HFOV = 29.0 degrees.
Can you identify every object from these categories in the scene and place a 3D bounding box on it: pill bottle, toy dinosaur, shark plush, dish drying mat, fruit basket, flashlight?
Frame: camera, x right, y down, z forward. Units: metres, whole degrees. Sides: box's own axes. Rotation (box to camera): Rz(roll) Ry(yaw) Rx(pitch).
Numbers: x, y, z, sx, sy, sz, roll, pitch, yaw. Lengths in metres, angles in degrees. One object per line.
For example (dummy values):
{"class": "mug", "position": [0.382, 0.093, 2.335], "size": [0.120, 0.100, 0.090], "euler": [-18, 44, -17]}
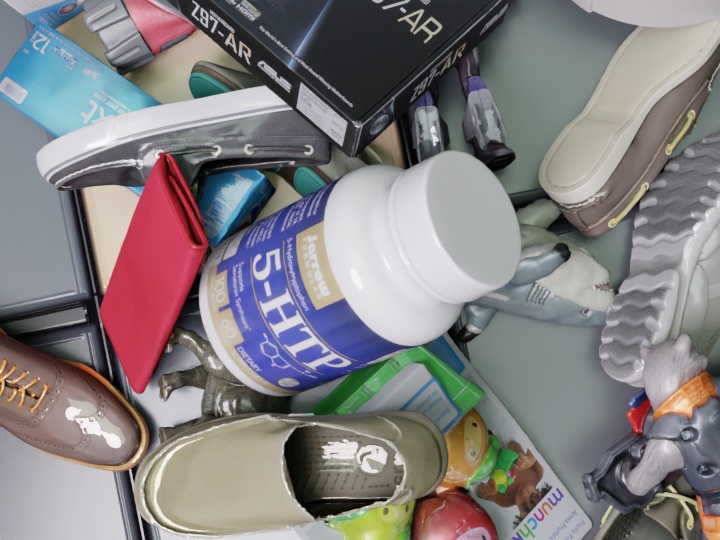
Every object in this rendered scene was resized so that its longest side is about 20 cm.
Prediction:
{"class": "pill bottle", "position": [0.000, 0.000, 0.903], "size": [0.200, 0.120, 0.120], "euler": [-25, 84, 40]}
{"class": "toy dinosaur", "position": [-0.089, 0.086, 0.995], "size": [0.102, 0.077, 0.201], "euler": [-2, 76, -23]}
{"class": "shark plush", "position": [0.078, 0.019, 0.984], "size": [0.199, 0.091, 0.084], "euler": [-15, 116, -1]}
{"class": "dish drying mat", "position": [-0.141, 0.007, 0.941], "size": [0.018, 0.200, 0.077], "euler": [-17, 66, -29]}
{"class": "fruit basket", "position": [0.050, 0.154, 0.938], "size": [0.185, 0.094, 0.200], "euler": [-40, 91, -29]}
{"class": "flashlight", "position": [-0.104, -0.217, 1.009], "size": [0.200, 0.068, 0.068], "euler": [-31, 47, 0]}

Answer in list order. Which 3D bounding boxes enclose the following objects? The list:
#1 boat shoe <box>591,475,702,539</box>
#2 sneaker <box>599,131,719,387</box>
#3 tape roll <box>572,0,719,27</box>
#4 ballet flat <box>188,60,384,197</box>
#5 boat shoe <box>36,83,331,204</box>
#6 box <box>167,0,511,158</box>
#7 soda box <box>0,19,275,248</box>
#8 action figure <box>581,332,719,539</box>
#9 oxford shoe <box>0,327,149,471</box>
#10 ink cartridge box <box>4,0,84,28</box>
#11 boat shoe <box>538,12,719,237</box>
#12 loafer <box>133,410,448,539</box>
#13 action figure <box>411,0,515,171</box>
{"class": "boat shoe", "position": [0.207, 0.176, 0.966], "size": [0.072, 0.060, 0.202], "euler": [36, 90, 5]}
{"class": "sneaker", "position": [0.235, -0.004, 0.981], "size": [0.082, 0.075, 0.201], "euler": [30, 82, -32]}
{"class": "tape roll", "position": [0.206, -0.283, 0.930], "size": [0.202, 0.139, 0.204], "euler": [-3, 74, 9]}
{"class": "ballet flat", "position": [-0.037, -0.088, 1.005], "size": [0.200, 0.067, 0.064], "euler": [44, 63, 6]}
{"class": "boat shoe", "position": [-0.114, -0.074, 0.935], "size": [0.199, 0.070, 0.067], "euler": [-13, 83, -7]}
{"class": "box", "position": [-0.023, -0.193, 0.928], "size": [0.200, 0.044, 0.160], "euler": [42, 67, 12]}
{"class": "soda box", "position": [-0.161, -0.093, 1.003], "size": [0.200, 0.068, 0.064], "euler": [35, 88, 5]}
{"class": "action figure", "position": [0.258, 0.115, 0.906], "size": [0.200, 0.105, 0.194], "euler": [-40, 93, -17]}
{"class": "oxford shoe", "position": [-0.246, 0.087, 0.997], "size": [0.199, 0.073, 0.071], "euler": [27, 89, 5]}
{"class": "ink cartridge box", "position": [-0.171, -0.259, 0.989], "size": [0.200, 0.116, 0.067], "euler": [-31, 84, 2]}
{"class": "boat shoe", "position": [0.204, -0.113, 0.981], "size": [0.200, 0.072, 0.060], "euler": [-52, 128, -13]}
{"class": "loafer", "position": [-0.048, 0.120, 0.849], "size": [0.199, 0.068, 0.076], "euler": [-11, 83, 9]}
{"class": "action figure", "position": [0.059, -0.166, 0.992], "size": [0.130, 0.069, 0.201], "euler": [-12, 83, 8]}
